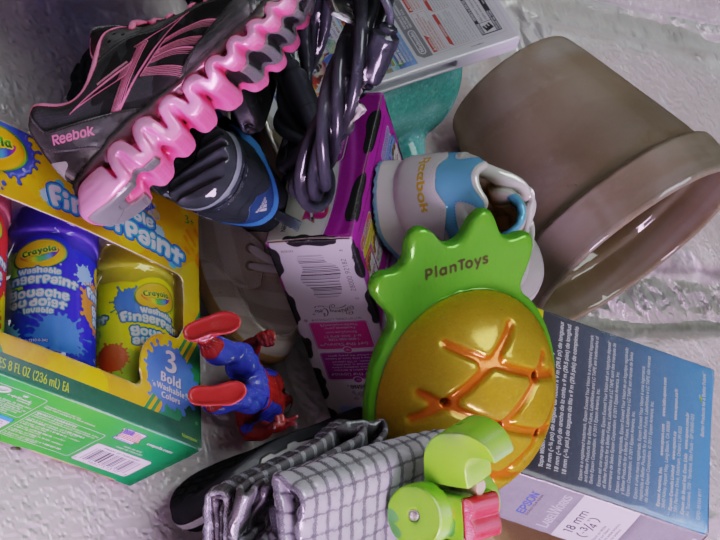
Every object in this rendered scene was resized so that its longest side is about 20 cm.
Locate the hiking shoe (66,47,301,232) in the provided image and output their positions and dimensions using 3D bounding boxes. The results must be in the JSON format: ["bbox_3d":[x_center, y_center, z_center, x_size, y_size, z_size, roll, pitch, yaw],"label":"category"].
[{"bbox_3d":[-0.119,-0.082,1.345,0.087,0.074,0.200,34,10,-45],"label":"hiking shoe"}]

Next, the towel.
[{"bbox_3d":[-0.026,0.194,1.263,0.165,0.085,0.201,-16,113,-52],"label":"towel"}]

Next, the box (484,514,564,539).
[{"bbox_3d":[0.100,0.133,1.511,0.200,0.021,0.164,57,32,-36],"label":"box"}]

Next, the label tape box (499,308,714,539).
[{"bbox_3d":[0.145,0.110,1.486,0.199,0.063,0.145,20,50,-11],"label":"label tape box"}]

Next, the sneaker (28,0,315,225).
[{"bbox_3d":[-0.112,-0.123,1.232,0.095,0.200,0.079,44,-7,15],"label":"sneaker"}]

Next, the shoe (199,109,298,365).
[{"bbox_3d":[-0.075,-0.035,1.414,0.070,0.053,0.201,3,62,-32],"label":"shoe"}]

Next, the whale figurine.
[{"bbox_3d":[0.005,-0.139,1.548,0.159,0.104,0.200,54,37,-11],"label":"whale figurine"}]

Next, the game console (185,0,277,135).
[{"bbox_3d":[-0.138,-0.168,1.360,0.200,0.116,0.176,-86,154,-74],"label":"game console"}]

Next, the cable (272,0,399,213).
[{"bbox_3d":[-0.016,-0.125,1.301,0.051,0.164,0.200,9,17,-13],"label":"cable"}]

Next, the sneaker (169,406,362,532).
[{"bbox_3d":[-0.036,0.144,1.344,0.200,0.072,0.083,-17,84,-53],"label":"sneaker"}]

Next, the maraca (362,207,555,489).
[{"bbox_3d":[0.061,0.058,1.337,0.137,0.107,0.201,-18,118,-25],"label":"maraca"}]

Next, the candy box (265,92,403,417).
[{"bbox_3d":[0.000,0.000,1.417,0.200,0.061,0.137,71,23,-43],"label":"candy box"}]

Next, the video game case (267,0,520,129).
[{"bbox_3d":[-0.005,-0.188,1.518,0.199,0.018,0.143,-20,64,-19],"label":"video game case"}]

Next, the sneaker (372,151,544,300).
[{"bbox_3d":[0.084,-0.020,1.406,0.200,0.081,0.077,31,56,-58],"label":"sneaker"}]

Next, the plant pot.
[{"bbox_3d":[0.166,-0.081,1.661,0.200,0.200,0.174,-14,62,-53],"label":"plant pot"}]

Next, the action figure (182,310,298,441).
[{"bbox_3d":[-0.068,0.071,1.310,0.200,0.051,0.066,65,14,-78],"label":"action figure"}]

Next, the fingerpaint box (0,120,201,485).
[{"bbox_3d":[-0.187,0.014,1.241,0.200,0.073,0.167,26,48,-39],"label":"fingerpaint box"}]

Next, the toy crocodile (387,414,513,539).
[{"bbox_3d":[0.054,0.181,1.243,0.067,0.062,0.201,-6,105,-53],"label":"toy crocodile"}]
